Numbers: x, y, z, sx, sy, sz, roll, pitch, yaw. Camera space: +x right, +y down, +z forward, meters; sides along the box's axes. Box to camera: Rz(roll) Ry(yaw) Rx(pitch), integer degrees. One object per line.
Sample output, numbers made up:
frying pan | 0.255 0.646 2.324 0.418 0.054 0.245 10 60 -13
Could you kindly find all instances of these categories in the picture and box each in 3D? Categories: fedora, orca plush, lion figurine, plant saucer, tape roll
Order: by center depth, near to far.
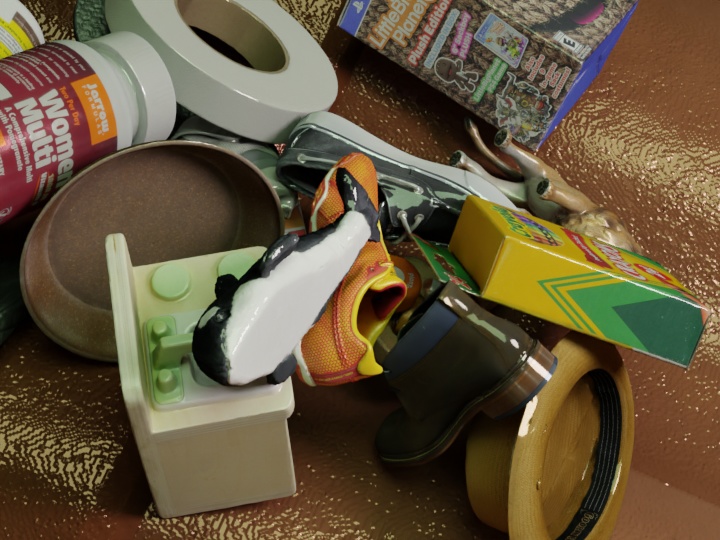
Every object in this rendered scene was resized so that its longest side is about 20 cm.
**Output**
orca plush | -0.064 0.001 1.318 0.071 0.106 0.201 16 54 24
plant saucer | -0.154 -0.020 1.450 0.198 0.202 0.037 -9 40 -19
fedora | 0.132 0.134 1.462 0.081 0.202 0.201 6 49 32
tape roll | -0.110 -0.180 1.588 0.202 0.037 0.203 28 27 -16
lion figurine | 0.156 -0.050 1.595 0.122 0.073 0.201 27 24 -35

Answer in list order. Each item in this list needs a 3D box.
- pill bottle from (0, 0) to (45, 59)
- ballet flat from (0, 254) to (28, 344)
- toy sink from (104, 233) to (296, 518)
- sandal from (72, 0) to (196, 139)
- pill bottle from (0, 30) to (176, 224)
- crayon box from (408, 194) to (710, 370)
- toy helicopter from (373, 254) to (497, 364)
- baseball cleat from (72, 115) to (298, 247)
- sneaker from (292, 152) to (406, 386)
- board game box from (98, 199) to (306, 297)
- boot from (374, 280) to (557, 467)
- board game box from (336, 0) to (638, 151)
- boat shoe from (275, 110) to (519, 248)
pill bottle | -0.325 -0.120 1.510 0.108 0.110 0.201 22 56 0
ballet flat | -0.296 0.060 1.453 0.066 0.057 0.200 12 46 27
toy sink | -0.105 0.067 1.385 0.111 0.201 0.131 -10 60 -3
sandal | -0.166 -0.144 1.610 0.075 0.048 0.201 -38 87 -32
pill bottle | -0.235 -0.103 1.434 0.199 0.110 0.110 -27 68 -40
crayon box | 0.143 0.002 1.449 0.198 0.051 0.127 18 12 -15
toy helicopter | 0.087 0.031 1.545 0.132 0.079 0.199 41 45 20
baseball cleat | -0.149 -0.064 1.524 0.198 0.070 0.107 -6 52 -29
sneaker | 0.000 0.000 1.419 0.076 0.073 0.202 -6 52 16
board game box | -0.139 -0.021 1.547 0.198 0.030 0.096 -5 60 -14
boot | 0.049 0.072 1.423 0.097 0.200 0.075 43 49 -10
board game box | 0.110 -0.219 1.663 0.199 0.097 0.160 33 39 7
boat shoe | 0.029 -0.051 1.517 0.199 0.072 0.068 28 50 1
